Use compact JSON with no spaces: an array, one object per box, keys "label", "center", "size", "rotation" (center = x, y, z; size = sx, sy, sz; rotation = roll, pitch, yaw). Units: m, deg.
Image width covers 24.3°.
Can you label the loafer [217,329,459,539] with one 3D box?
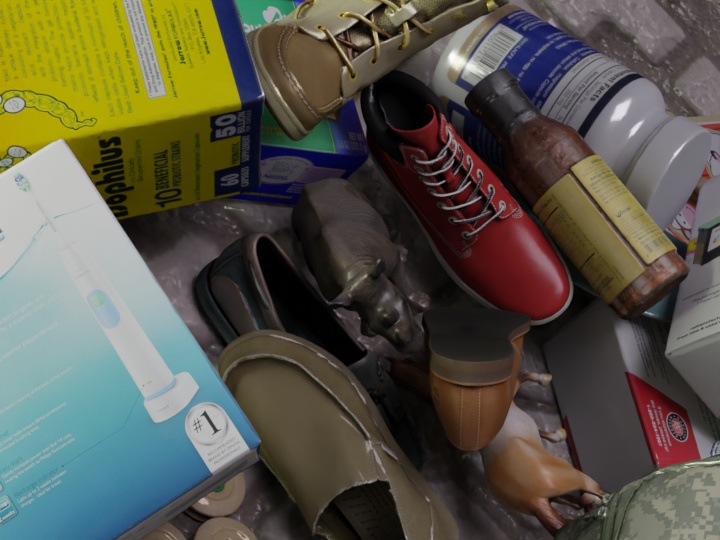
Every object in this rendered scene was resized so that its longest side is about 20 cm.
[{"label":"loafer","center":[-0.014,0.120,1.041],"size":[0.200,0.076,0.067],"rotation":[45,19,-3]}]

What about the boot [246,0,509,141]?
[{"label":"boot","center":[0.014,-0.158,1.069],"size":[0.073,0.155,0.200],"rotation":[61,18,-11]}]

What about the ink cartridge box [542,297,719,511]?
[{"label":"ink cartridge box","center":[0.253,0.107,1.263],"size":[0.200,0.084,0.145],"rotation":[8,55,-32]}]

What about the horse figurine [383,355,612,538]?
[{"label":"horse figurine","center":[0.112,0.123,1.129],"size":[0.132,0.050,0.200],"rotation":[11,33,-39]}]

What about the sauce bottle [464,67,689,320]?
[{"label":"sauce bottle","center":[0.151,-0.058,1.190],"size":[0.066,0.066,0.200],"rotation":[-21,70,-45]}]

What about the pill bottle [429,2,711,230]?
[{"label":"pill bottle","center":[0.160,-0.113,1.278],"size":[0.200,0.116,0.116],"rotation":[34,38,23]}]

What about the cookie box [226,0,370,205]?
[{"label":"cookie box","center":[-0.101,-0.153,1.179],"size":[0.171,0.075,0.200],"rotation":[4,58,-37]}]

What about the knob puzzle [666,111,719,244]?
[{"label":"knob puzzle","center":[0.319,-0.061,1.476],"size":[0.219,0.030,0.220],"rotation":[20,50,-26]}]

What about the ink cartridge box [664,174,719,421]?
[{"label":"ink cartridge box","center":[0.307,0.029,1.220],"size":[0.145,0.084,0.200],"rotation":[47,40,-22]}]

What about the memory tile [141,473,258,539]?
[{"label":"memory tile","center":[-0.153,0.124,0.982],"size":[0.200,0.017,0.154],"rotation":[4,58,-36]}]

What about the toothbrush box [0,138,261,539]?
[{"label":"toothbrush box","center":[-0.167,0.055,0.901],"size":[0.146,0.085,0.200],"rotation":[-34,82,-11]}]

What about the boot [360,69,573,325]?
[{"label":"boot","center":[0.071,-0.048,1.154],"size":[0.072,0.144,0.200],"rotation":[-41,81,-4]}]

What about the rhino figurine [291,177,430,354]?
[{"label":"rhino figurine","center":[0.000,0.000,1.088],"size":[0.088,0.060,0.200],"rotation":[52,6,-26]}]

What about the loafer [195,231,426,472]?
[{"label":"loafer","center":[-0.025,0.061,1.092],"size":[0.200,0.063,0.072],"rotation":[47,42,0]}]

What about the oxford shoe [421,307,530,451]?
[{"label":"oxford shoe","center":[0.072,0.066,1.094],"size":[0.071,0.072,0.200],"rotation":[3,13,9]}]

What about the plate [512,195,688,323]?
[{"label":"plate","center":[0.200,-0.017,1.284],"size":[0.200,0.026,0.200],"rotation":[21,20,-8]}]

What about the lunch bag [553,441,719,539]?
[{"label":"lunch bag","center":[0.196,0.211,0.970],"size":[0.139,0.168,0.200],"rotation":[36,46,-16]}]

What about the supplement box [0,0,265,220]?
[{"label":"supplement box","center":[-0.167,-0.098,1.005],"size":[0.199,0.109,0.110],"rotation":[-13,65,-10]}]
